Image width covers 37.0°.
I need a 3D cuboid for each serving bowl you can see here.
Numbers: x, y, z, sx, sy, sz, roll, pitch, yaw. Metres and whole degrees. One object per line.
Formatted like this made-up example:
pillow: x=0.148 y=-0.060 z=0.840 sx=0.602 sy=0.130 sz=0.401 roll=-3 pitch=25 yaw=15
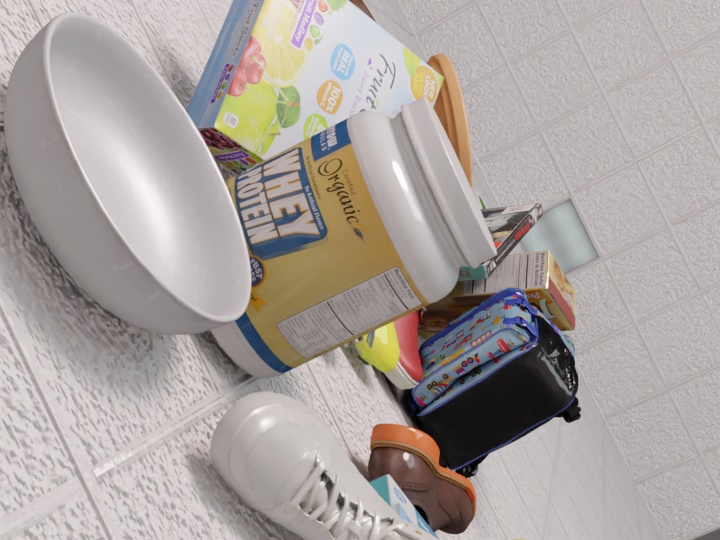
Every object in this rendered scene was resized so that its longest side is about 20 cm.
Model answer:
serving bowl: x=-0.144 y=-0.047 z=0.636 sx=0.201 sy=0.065 sz=0.201 roll=58 pitch=14 yaw=-23

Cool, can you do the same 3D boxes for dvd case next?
dvd case: x=0.124 y=-0.033 z=1.302 sx=0.200 sy=0.144 sz=0.022 roll=-44 pitch=122 yaw=-53

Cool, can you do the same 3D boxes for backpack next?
backpack: x=0.150 y=0.106 z=1.203 sx=0.135 sy=0.181 sz=0.200 roll=53 pitch=21 yaw=-11

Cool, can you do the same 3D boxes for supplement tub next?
supplement tub: x=-0.016 y=-0.025 z=0.773 sx=0.146 sy=0.198 sz=0.145 roll=61 pitch=10 yaw=-19

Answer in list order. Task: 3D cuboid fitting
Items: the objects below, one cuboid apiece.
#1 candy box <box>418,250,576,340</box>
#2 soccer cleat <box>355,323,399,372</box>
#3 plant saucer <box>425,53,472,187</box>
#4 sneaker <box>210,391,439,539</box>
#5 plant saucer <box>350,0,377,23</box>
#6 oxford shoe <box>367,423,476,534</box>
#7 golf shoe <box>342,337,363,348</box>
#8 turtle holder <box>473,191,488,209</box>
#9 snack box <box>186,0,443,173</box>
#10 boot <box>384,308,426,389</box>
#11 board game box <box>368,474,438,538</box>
candy box: x=0.151 y=0.035 z=1.307 sx=0.115 sy=0.197 sz=0.056 roll=45 pitch=45 yaw=-51
soccer cleat: x=0.000 y=0.000 z=1.051 sx=0.202 sy=0.083 sz=0.065 roll=66 pitch=14 yaw=10
plant saucer: x=0.089 y=-0.144 z=1.232 sx=0.200 sy=0.037 sz=0.204 roll=172 pitch=-90 yaw=-85
sneaker: x=-0.005 y=0.154 z=0.677 sx=0.115 sy=0.074 sz=0.200 roll=27 pitch=-16 yaw=42
plant saucer: x=0.017 y=-0.205 z=1.111 sx=0.201 sy=0.032 sz=0.201 roll=57 pitch=14 yaw=-23
oxford shoe: x=0.050 y=0.204 z=0.944 sx=0.200 sy=0.070 sz=0.073 roll=51 pitch=46 yaw=-51
golf shoe: x=-0.058 y=-0.014 z=0.939 sx=0.097 sy=0.078 sz=0.201 roll=48 pitch=-5 yaw=48
turtle holder: x=0.123 y=-0.051 z=1.508 sx=0.142 sy=0.131 sz=0.186 roll=61 pitch=14 yaw=-6
snack box: x=-0.036 y=-0.143 z=0.927 sx=0.199 sy=0.067 sz=0.171 roll=31 pitch=71 yaw=-36
boot: x=0.063 y=0.015 z=1.137 sx=0.072 sy=0.143 sz=0.202 roll=44 pitch=24 yaw=-54
board game box: x=0.046 y=0.276 z=0.793 sx=0.152 sy=0.046 sz=0.201 roll=55 pitch=16 yaw=-32
